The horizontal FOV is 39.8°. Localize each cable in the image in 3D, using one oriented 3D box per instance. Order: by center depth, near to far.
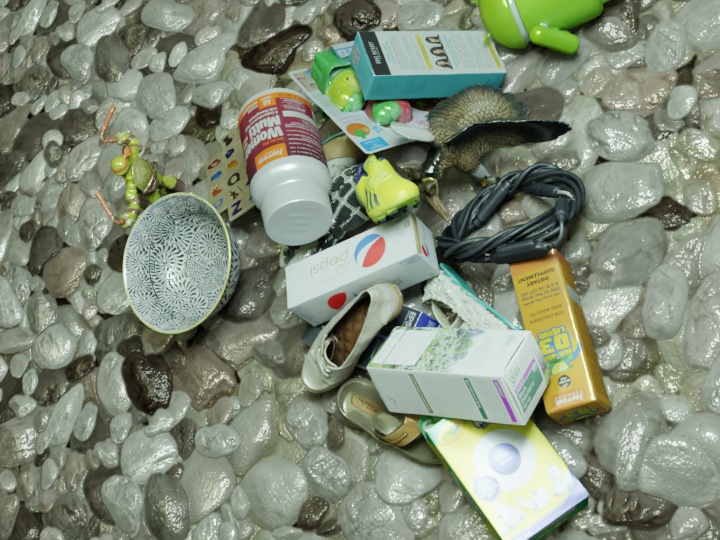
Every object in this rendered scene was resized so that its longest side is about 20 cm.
[{"bbox_3d":[0.183,-0.072,1.264,0.199,0.051,0.164,-13,40,34],"label":"cable"}]

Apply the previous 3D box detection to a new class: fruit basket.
[{"bbox_3d":[0.027,-0.242,1.374,0.184,0.094,0.200,-18,45,-31],"label":"fruit basket"}]

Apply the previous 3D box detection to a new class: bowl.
[{"bbox_3d":[-0.241,-0.007,1.448,0.200,0.094,0.202,-3,83,30],"label":"bowl"}]

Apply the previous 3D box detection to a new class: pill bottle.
[{"bbox_3d":[-0.099,-0.139,1.335,0.109,0.110,0.201,-26,53,16],"label":"pill bottle"}]

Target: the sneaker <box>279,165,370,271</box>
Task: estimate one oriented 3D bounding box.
[{"bbox_3d":[-0.044,-0.076,1.400,0.200,0.085,0.077,-43,101,-11],"label":"sneaker"}]

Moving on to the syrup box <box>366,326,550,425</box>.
[{"bbox_3d":[0.114,0.122,1.176,0.199,0.082,0.079,0,39,40],"label":"syrup box"}]

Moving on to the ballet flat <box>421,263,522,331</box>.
[{"bbox_3d":[0.137,0.059,1.244,0.072,0.072,0.200,-48,34,3],"label":"ballet flat"}]

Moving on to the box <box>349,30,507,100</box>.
[{"bbox_3d":[0.092,-0.279,1.347,0.199,0.049,0.083,-6,58,-21],"label":"box"}]

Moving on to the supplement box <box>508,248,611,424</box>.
[{"bbox_3d":[0.240,0.078,1.204,0.066,0.069,0.201,-21,65,20],"label":"supplement box"}]

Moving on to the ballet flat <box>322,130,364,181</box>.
[{"bbox_3d":[-0.059,-0.143,1.441,0.199,0.069,0.063,-22,71,28],"label":"ballet flat"}]

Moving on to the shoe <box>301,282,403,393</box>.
[{"bbox_3d":[-0.024,0.088,1.281,0.070,0.053,0.200,51,121,21],"label":"shoe"}]

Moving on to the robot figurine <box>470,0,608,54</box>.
[{"bbox_3d":[0.248,-0.374,1.337,0.199,0.116,0.176,-20,58,19],"label":"robot figurine"}]

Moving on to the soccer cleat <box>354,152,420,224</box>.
[{"bbox_3d":[0.026,-0.109,1.278,0.064,0.200,0.084,-21,98,-7],"label":"soccer cleat"}]

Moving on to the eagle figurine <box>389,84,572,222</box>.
[{"bbox_3d":[0.148,-0.168,1.287,0.200,0.151,0.152,-40,74,3],"label":"eagle figurine"}]

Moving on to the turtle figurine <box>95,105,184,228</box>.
[{"bbox_3d":[-0.330,-0.145,1.513,0.064,0.161,0.201,-19,64,19],"label":"turtle figurine"}]

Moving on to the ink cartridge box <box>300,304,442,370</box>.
[{"bbox_3d":[0.022,0.085,1.327,0.199,0.039,0.100,19,80,30],"label":"ink cartridge box"}]

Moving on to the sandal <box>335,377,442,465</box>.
[{"bbox_3d":[0.049,0.188,1.263,0.199,0.054,0.081,20,81,26],"label":"sandal"}]

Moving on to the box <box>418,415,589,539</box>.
[{"bbox_3d":[0.164,0.222,1.177,0.117,0.048,0.200,-33,60,-10],"label":"box"}]

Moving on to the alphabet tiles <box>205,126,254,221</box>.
[{"bbox_3d":[-0.164,-0.164,1.488,0.166,0.006,0.201,-33,41,18],"label":"alphabet tiles"}]

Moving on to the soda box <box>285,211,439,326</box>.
[{"bbox_3d":[0.000,0.000,1.300,0.199,0.064,0.068,-23,53,23],"label":"soda box"}]
